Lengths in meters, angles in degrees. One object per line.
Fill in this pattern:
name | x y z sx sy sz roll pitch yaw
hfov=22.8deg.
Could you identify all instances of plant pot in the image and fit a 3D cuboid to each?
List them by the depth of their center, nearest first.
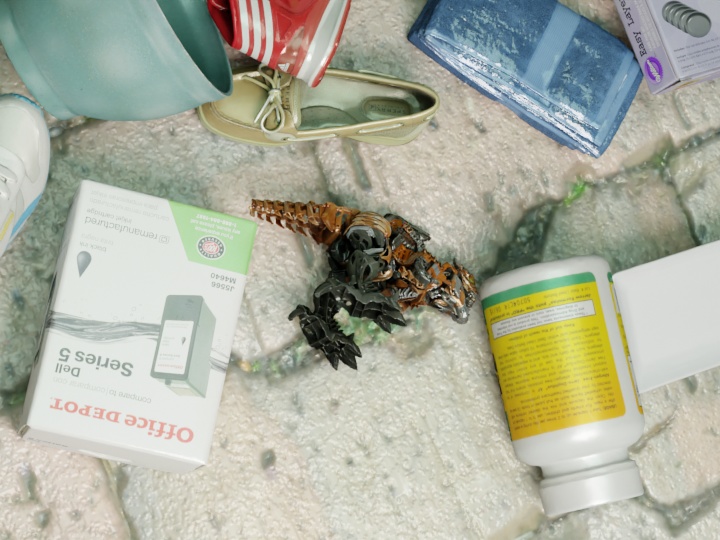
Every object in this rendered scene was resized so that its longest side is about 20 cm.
plant pot | -0.205 -0.199 1.401 0.134 0.200 0.201 -25 86 9

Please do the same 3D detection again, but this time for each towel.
towel | 0.149 -0.192 1.557 0.200 0.049 0.112 31 72 -8

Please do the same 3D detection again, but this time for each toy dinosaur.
toy dinosaur | 0.000 0.000 1.470 0.199 0.102 0.136 15 52 2

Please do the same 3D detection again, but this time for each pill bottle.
pill bottle | 0.172 0.096 1.475 0.112 0.113 0.201 -10 82 -17

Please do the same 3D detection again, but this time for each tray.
tray | 0.303 0.029 1.553 0.200 0.022 0.108 -16 99 -25

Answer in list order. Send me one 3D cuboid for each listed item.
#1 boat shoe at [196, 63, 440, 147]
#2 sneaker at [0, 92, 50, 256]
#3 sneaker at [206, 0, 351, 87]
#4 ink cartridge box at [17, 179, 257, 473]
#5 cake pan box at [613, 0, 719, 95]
boat shoe | -0.035 -0.141 1.488 0.200 0.063 0.073 6 78 -14
sneaker | -0.295 -0.040 1.364 0.076 0.081 0.200 24 91 -9
sneaker | -0.058 -0.253 1.479 0.115 0.078 0.200 21 52 -9
ink cartridge box | -0.175 0.047 1.402 0.145 0.084 0.201 14 76 -13
cake pan box | 0.315 -0.268 1.602 0.200 0.052 0.185 -19 86 -27
